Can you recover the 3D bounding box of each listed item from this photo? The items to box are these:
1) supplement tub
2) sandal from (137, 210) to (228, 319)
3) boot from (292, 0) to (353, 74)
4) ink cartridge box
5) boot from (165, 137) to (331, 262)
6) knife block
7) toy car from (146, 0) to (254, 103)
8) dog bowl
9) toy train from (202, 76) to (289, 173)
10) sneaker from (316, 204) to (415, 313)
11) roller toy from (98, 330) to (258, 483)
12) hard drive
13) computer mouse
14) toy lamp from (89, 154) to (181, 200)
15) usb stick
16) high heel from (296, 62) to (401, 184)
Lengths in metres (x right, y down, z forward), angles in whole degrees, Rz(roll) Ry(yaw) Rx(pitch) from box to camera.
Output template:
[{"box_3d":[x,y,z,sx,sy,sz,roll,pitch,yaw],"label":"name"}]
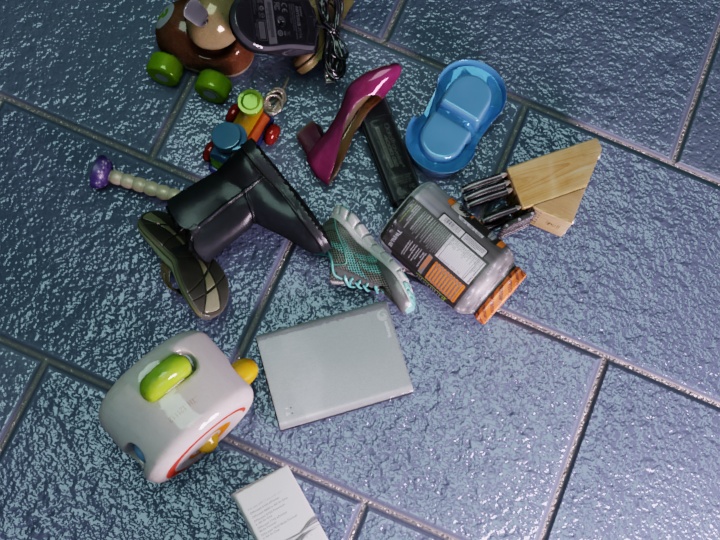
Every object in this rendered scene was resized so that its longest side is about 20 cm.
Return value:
[{"box_3d":[0.135,-0.023,1.466,0.200,0.123,0.123,42,75,7],"label":"supplement tub"},{"box_3d":[-0.258,-0.004,1.470,0.079,0.057,0.201,-10,51,-44],"label":"sandal"},{"box_3d":[-0.122,-0.423,1.554,0.200,0.066,0.176,37,60,-23],"label":"boot"},{"box_3d":[-0.085,0.367,1.327,0.083,0.145,0.201,-28,78,-12],"label":"ink cartridge box"},{"box_3d":[-0.160,-0.064,1.443,0.168,0.076,0.200,-39,100,5],"label":"boot"},{"box_3d":[0.251,-0.135,1.536,0.175,0.064,0.201,25,74,3],"label":"knife block"},{"box_3d":[-0.235,-0.376,1.501,0.157,0.200,0.165,19,73,2],"label":"toy car"},{"box_3d":[0.145,-0.230,1.564,0.111,0.050,0.201,31,75,5],"label":"dog bowl"},{"box_3d":[-0.160,-0.237,1.510,0.084,0.116,0.201,28,74,4],"label":"toy train"},{"box_3d":[0.000,0.000,1.476,0.091,0.078,0.200,-39,64,-5],"label":"sneaker"},{"box_3d":[-0.239,0.185,1.352,0.140,0.200,0.183,47,111,10],"label":"roller toy"},{"box_3d":[-0.038,0.136,1.455,0.199,0.033,0.140,-15,75,-8],"label":"hard drive"},{"box_3d":[-0.113,-0.352,1.491,0.199,0.053,0.140,0,85,-36],"label":"computer mouse"},{"box_3d":[-0.296,-0.119,1.499,0.199,0.058,0.059,19,74,1],"label":"toy lamp"},{"box_3d":[0.041,-0.191,1.555,0.055,0.033,0.201,-17,76,-15],"label":"usb stick"},{"box_3d":[-0.001,-0.219,1.517,0.200,0.067,0.096,-39,69,21],"label":"high heel"}]
